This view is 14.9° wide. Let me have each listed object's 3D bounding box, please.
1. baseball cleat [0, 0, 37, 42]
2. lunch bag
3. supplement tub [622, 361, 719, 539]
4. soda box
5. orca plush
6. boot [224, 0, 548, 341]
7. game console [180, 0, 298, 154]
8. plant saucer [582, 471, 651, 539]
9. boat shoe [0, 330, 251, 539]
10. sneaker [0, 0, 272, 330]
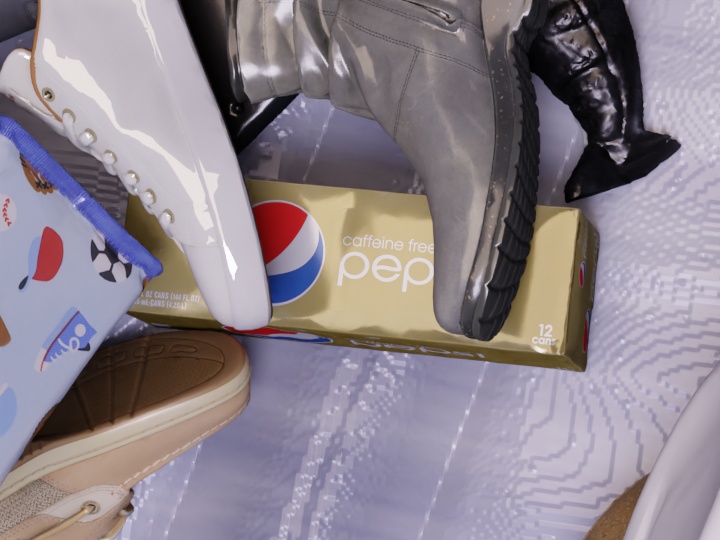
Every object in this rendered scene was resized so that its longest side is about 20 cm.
[{"bbox_3d":[-0.102,-0.141,1.224,0.200,0.070,0.107,-38,73,6],"label":"baseball cleat"},{"bbox_3d":[-0.205,0.028,1.166,0.199,0.124,0.170,6,55,51],"label":"lunch bag"},{"bbox_3d":[0.205,0.127,1.025,0.199,0.145,0.145,24,88,-5],"label":"supplement tub"},{"bbox_3d":[0.000,0.000,1.185,0.199,0.068,0.064,5,83,13],"label":"soda box"},{"bbox_3d":[0.062,-0.126,1.186,0.105,0.071,0.201,-19,79,9],"label":"orca plush"},{"bbox_3d":[0.008,-0.072,1.124,0.130,0.068,0.201,2,81,12],"label":"boot"},{"bbox_3d":[-0.055,-0.170,1.173,0.200,0.031,0.177,-45,88,9],"label":"game console"},{"bbox_3d":[0.173,0.166,1.105,0.199,0.035,0.202,2,80,-10],"label":"plant saucer"},{"bbox_3d":[-0.130,0.089,1.210,0.199,0.071,0.065,-24,117,13],"label":"boat shoe"},{"bbox_3d":[-0.098,-0.060,1.134,0.084,0.073,0.201,-21,81,-4],"label":"sneaker"}]
